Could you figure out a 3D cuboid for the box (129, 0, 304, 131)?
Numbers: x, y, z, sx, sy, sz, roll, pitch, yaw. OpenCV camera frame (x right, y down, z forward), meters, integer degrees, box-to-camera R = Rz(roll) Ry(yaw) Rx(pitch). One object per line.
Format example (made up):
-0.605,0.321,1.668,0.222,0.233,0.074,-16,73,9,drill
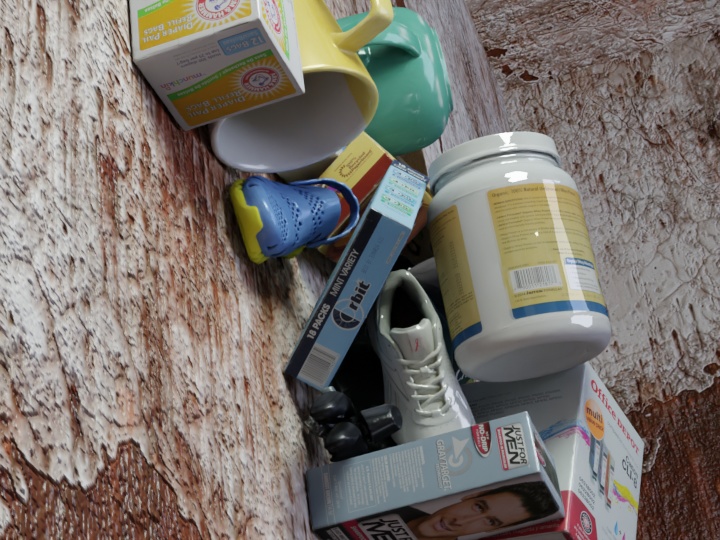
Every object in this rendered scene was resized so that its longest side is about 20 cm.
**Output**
-0.121,-0.231,1.363,0.101,0.112,0.200,57,21,-54,box

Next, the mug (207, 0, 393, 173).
-0.061,-0.195,1.464,0.149,0.186,0.153,68,2,-63,mug

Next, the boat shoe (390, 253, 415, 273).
0.033,0.021,1.811,0.200,0.073,0.062,-70,179,-82,boat shoe

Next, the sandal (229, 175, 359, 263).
-0.057,-0.053,1.488,0.200,0.087,0.080,-20,95,-77,sandal

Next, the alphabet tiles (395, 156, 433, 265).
0.052,-0.058,1.863,0.200,0.006,0.167,44,-27,21,alphabet tiles

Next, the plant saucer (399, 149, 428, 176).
0.006,-0.156,1.896,0.200,0.035,0.200,52,-19,27,plant saucer

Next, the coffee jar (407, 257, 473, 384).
0.075,0.085,1.704,0.104,0.085,0.200,-29,135,-52,coffee jar

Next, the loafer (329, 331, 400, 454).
0.000,0.143,1.577,0.200,0.073,0.072,-105,-151,-42,loafer

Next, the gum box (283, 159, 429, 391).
0.000,0.000,1.523,0.045,0.170,0.200,27,17,-2,gum box

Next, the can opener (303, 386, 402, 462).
-0.017,0.124,1.406,0.063,0.079,0.200,57,4,10,can opener

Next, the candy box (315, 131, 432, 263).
0.006,-0.060,1.703,0.056,0.117,0.200,44,3,17,candy box

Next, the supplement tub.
0.140,-0.011,1.526,0.145,0.144,0.200,44,34,-68,supplement tub

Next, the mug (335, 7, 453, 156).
0.032,-0.192,1.714,0.185,0.114,0.152,-105,-178,-78,mug

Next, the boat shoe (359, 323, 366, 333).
0.033,0.082,1.802,0.200,0.057,0.067,-39,114,-78,boat shoe

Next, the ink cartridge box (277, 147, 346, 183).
-0.069,-0.192,1.671,0.116,0.067,0.200,41,34,-72,ink cartridge box

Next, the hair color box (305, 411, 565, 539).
0.065,0.191,1.431,0.099,0.200,0.061,57,20,-54,hair color box

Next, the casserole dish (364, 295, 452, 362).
0.040,0.118,1.630,0.121,0.039,0.200,26,-61,55,casserole dish

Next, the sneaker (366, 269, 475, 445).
0.050,0.090,1.501,0.099,0.078,0.200,83,-13,-67,sneaker

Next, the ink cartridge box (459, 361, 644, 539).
0.168,0.210,1.563,0.145,0.144,0.200,52,35,-36,ink cartridge box
